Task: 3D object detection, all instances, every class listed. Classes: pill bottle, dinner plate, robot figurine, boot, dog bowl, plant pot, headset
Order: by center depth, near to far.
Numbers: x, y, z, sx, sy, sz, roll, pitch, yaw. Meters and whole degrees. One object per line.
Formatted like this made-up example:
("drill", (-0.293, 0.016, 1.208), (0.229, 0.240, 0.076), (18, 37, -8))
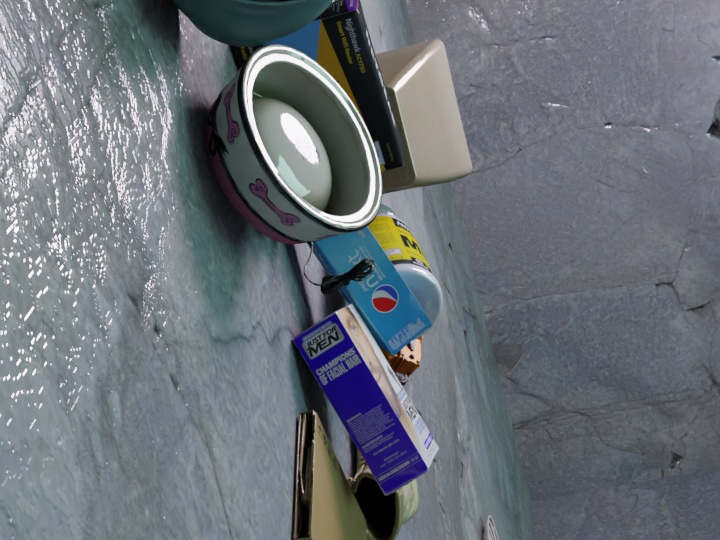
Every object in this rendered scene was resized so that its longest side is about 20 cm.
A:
("plant pot", (-0.105, -0.293, 1.105), (0.134, 0.198, 0.202), (119, -34, -64))
("dog bowl", (-0.069, -0.116, 1.167), (0.200, 0.074, 0.201), (34, 41, -36))
("headset", (-0.060, -0.072, 1.285), (0.123, 0.093, 0.201), (21, 46, -77))
("boot", (0.019, 0.224, 1.448), (0.155, 0.072, 0.202), (-9, 90, -79))
("pill bottle", (0.030, -0.003, 1.567), (0.200, 0.113, 0.115), (-113, -177, -56))
("robot figurine", (0.041, 0.091, 1.628), (0.201, 0.058, 0.146), (-93, -153, -54))
("plant pot", (0.024, -0.194, 1.661), (0.177, 0.198, 0.202), (-43, 121, -66))
("dinner plate", (0.289, 0.632, 2.570), (0.200, 0.024, 0.202), (-13, 90, -79))

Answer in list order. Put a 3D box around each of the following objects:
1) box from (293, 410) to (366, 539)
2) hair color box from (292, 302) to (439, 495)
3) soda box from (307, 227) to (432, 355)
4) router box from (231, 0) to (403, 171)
("box", (-0.028, 0.273, 1.252), (0.164, 0.021, 0.201), (-90, 165, -49))
("hair color box", (0.009, 0.141, 1.338), (0.201, 0.065, 0.109), (58, 10, 2))
("soda box", (0.000, 0.000, 1.407), (0.201, 0.064, 0.068), (57, -9, -18))
("router box", (-0.046, -0.197, 1.357), (0.051, 0.148, 0.201), (-89, 163, -55))
